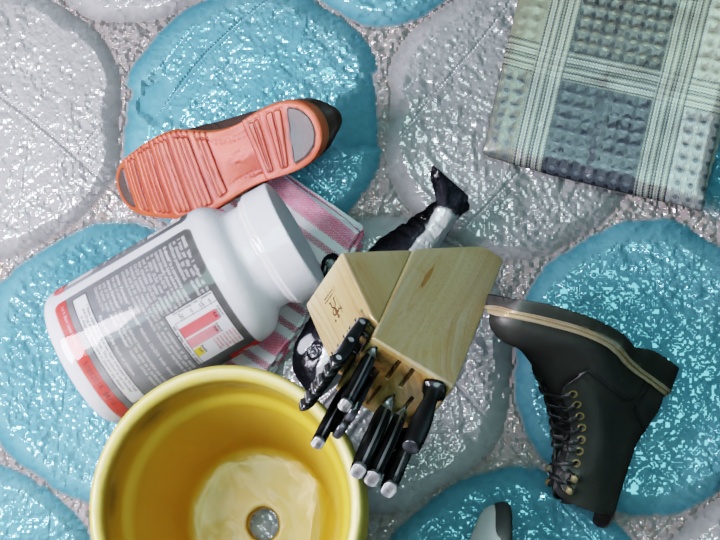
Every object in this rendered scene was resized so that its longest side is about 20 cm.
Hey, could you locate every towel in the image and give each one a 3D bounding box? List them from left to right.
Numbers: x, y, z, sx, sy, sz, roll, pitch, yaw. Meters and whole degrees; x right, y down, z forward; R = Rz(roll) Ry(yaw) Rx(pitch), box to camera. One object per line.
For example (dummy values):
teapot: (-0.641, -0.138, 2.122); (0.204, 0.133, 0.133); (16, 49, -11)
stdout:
towel: (-0.106, 0.009, 1.459); (0.146, 0.030, 0.201); (34, 85, 11)
towel: (0.212, -0.165, 1.464); (0.191, 0.035, 0.202); (14, 83, 11)

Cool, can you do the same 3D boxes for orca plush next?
orca plush: (0.000, 0.000, 1.408); (0.071, 0.105, 0.201); (34, 94, 16)

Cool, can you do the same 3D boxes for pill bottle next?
pill bottle: (-0.134, 0.023, 1.387); (0.199, 0.116, 0.117); (-30, 78, 5)

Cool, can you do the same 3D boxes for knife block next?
knife block: (0.043, 0.072, 1.282); (0.198, 0.064, 0.177); (-3, 54, -36)

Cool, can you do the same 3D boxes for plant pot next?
plant pot: (-0.086, 0.184, 1.342); (0.198, 0.189, 0.203); (-1, 79, 6)

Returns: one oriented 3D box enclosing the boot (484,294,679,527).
boot: (0.154, 0.107, 1.343); (0.077, 0.199, 0.140); (14, 81, 54)

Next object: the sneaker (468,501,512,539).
sneaker: (0.052, 0.270, 1.375); (0.107, 0.067, 0.204); (11, 83, 5)

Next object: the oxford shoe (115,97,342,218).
oxford shoe: (-0.104, -0.089, 1.439); (0.198, 0.072, 0.072); (-13, 97, 24)
